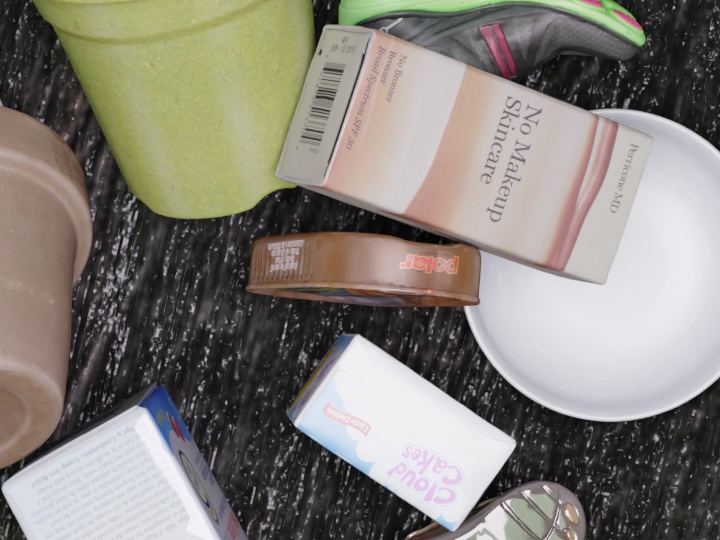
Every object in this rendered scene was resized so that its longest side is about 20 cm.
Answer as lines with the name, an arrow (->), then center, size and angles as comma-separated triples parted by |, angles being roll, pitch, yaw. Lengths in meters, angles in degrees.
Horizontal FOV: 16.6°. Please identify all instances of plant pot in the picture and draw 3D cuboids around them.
plant pot -> -0.104, -0.141, 1.531 | 0.200, 0.201, 0.185 | -14, 123, -1
plant pot -> -0.248, 0.025, 1.504 | 0.200, 0.201, 0.175 | -19, 52, -1

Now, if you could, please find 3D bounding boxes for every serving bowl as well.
serving bowl -> 0.161, -0.004, 1.610 | 0.199, 0.066, 0.201 | 0, 92, -1

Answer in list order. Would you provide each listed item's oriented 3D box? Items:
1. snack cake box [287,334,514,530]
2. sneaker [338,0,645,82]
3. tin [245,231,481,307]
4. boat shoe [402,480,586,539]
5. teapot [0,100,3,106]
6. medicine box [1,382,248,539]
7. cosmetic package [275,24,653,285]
snack cake box -> 0.021, 0.098, 1.533 | 0.115, 0.200, 0.067 | 36, 87, -1
sneaker -> 0.085, -0.150, 1.610 | 0.199, 0.077, 0.084 | 2, 109, 1
tin -> 0.000, 0.000, 1.542 | 0.112, 0.200, 0.042 | 2, 88, -25
boat shoe -> 0.053, 0.200, 1.607 | 0.199, 0.072, 0.076 | -22, 89, -7
teapot -> -0.351, -0.125, 1.554 | 0.197, 0.200, 0.147 | -17, 131, -26
medicine box -> -0.125, 0.186, 1.547 | 0.103, 0.182, 0.200 | -29, 92, 0
cosmetic package -> 0.063, -0.069, 1.497 | 0.199, 0.087, 0.104 | 17, 90, -24
